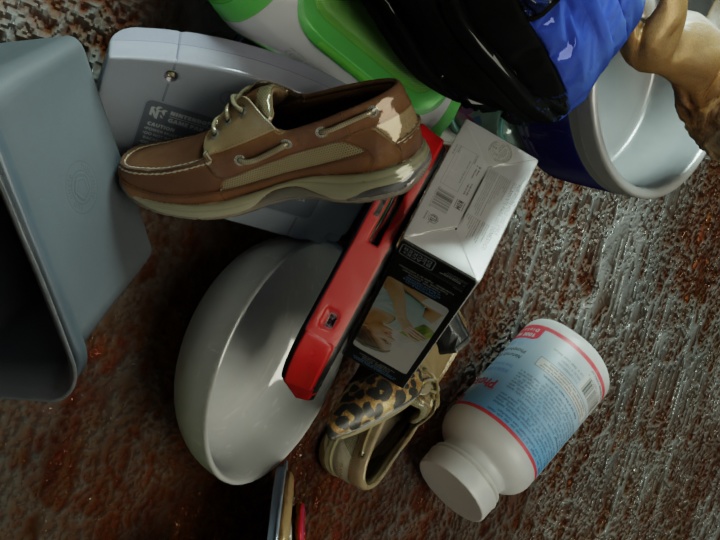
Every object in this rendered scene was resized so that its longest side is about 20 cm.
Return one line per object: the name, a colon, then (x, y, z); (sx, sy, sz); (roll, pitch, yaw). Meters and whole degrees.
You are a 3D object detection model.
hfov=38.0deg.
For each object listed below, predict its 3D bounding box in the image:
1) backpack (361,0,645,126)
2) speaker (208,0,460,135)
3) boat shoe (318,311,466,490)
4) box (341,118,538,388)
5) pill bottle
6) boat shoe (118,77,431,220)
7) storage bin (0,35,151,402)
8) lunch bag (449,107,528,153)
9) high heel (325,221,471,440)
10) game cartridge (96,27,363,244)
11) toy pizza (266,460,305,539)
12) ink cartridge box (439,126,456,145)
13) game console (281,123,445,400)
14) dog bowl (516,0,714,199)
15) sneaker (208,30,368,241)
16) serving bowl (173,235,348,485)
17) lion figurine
backpack: (0.089, -0.197, 0.637); (0.168, 0.162, 0.200); (-48, 131, -11)
speaker: (-0.013, -0.162, 0.724); (0.199, 0.088, 0.089); (31, 83, -43)
boat shoe: (0.045, 0.116, 0.971); (0.200, 0.065, 0.072); (-49, 131, -20)
box: (0.054, -0.005, 0.784); (0.117, 0.060, 0.200); (-61, 179, -30)
pill bottle: (0.153, 0.151, 1.054); (0.200, 0.108, 0.109); (-43, 128, -24)
boat shoe: (-0.057, -0.082, 0.643); (0.076, 0.197, 0.072); (-81, 161, -56)
storage bin: (-0.220, -0.042, 0.640); (0.135, 0.144, 0.202); (-56, 139, -52)
lunch bag: (0.149, -0.185, 0.846); (0.159, 0.077, 0.203); (0, 102, -45)
high heel: (0.008, 0.043, 0.888); (0.200, 0.071, 0.144); (-37, 104, -44)
game cartridge: (-0.082, -0.090, 0.707); (0.198, 0.134, 0.041); (15, 51, -18)
toy pizza: (-0.063, 0.257, 0.848); (0.031, 0.200, 0.203); (6, 103, -3)
ink cartridge box: (0.093, -0.179, 0.906); (0.199, 0.083, 0.148); (6, 99, -43)
game console: (0.000, 0.000, 0.767); (0.031, 0.177, 0.201); (29, 80, 1)
dog bowl: (0.203, -0.160, 0.795); (0.199, 0.078, 0.203); (-16, 114, -41)
sneaker: (-0.061, -0.102, 0.796); (0.075, 0.078, 0.200); (-40, 128, -3)
serving bowl: (-0.083, 0.061, 0.816); (0.200, 0.065, 0.202); (-46, 147, -42)
lion figurine: (0.225, -0.156, 0.725); (0.198, 0.072, 0.124); (17, 98, -32)
